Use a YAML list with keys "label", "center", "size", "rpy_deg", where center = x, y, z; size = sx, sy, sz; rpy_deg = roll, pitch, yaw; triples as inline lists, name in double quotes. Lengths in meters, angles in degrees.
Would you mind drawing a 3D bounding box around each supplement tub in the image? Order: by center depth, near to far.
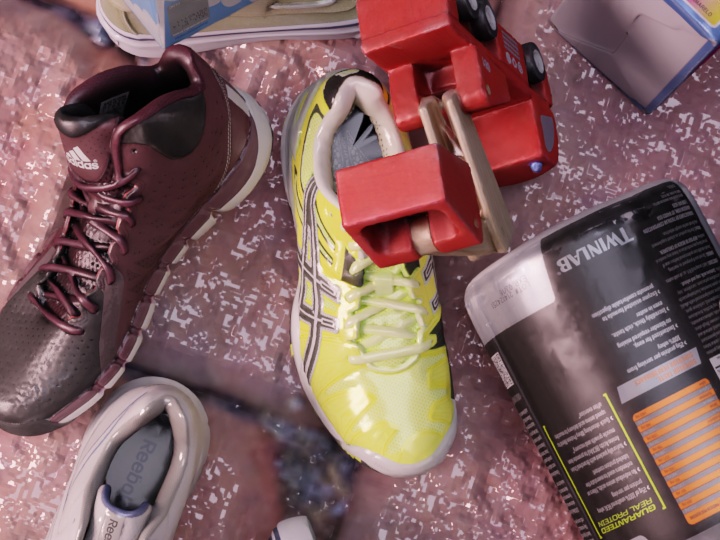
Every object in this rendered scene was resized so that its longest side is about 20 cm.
- label: "supplement tub"
  center: [0.143, 0.069, 0.972]
  size: [0.122, 0.123, 0.200]
  rpy_deg: [-25, 83, -10]

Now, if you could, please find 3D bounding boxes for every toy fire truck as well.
- label: "toy fire truck"
  center: [0.045, -0.058, 0.947]
  size: [0.049, 0.200, 0.141]
  rpy_deg: [-16, 70, 21]

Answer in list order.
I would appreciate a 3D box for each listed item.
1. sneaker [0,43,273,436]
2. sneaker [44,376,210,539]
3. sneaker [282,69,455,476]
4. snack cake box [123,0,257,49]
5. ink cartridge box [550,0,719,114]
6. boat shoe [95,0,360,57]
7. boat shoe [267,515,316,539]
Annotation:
- label: "sneaker"
  center: [-0.130, -0.025, 0.958]
  size: [0.076, 0.116, 0.200]
  rpy_deg: [29, 79, 27]
- label: "sneaker"
  center: [-0.125, 0.140, 0.952]
  size: [0.074, 0.087, 0.200]
  rpy_deg: [17, 79, -4]
- label: "sneaker"
  center: [0.000, 0.000, 0.988]
  size: [0.075, 0.076, 0.200]
  rpy_deg: [-13, 80, -8]
- label: "snack cake box"
  center: [-0.102, -0.212, 0.991]
  size: [0.115, 0.067, 0.200]
  rpy_deg: [-30, 61, -16]
- label: "ink cartridge box"
  center: [0.197, -0.183, 1.019]
  size: [0.076, 0.136, 0.200]
  rpy_deg: [43, 79, 2]
- label: "boat shoe"
  center: [-0.033, -0.150, 1.028]
  size: [0.200, 0.062, 0.072]
  rpy_deg: [-16, 81, -8]
- label: "boat shoe"
  center: [-0.044, 0.218, 0.952]
  size: [0.091, 0.071, 0.200]
  rpy_deg: [-11, 77, -1]
